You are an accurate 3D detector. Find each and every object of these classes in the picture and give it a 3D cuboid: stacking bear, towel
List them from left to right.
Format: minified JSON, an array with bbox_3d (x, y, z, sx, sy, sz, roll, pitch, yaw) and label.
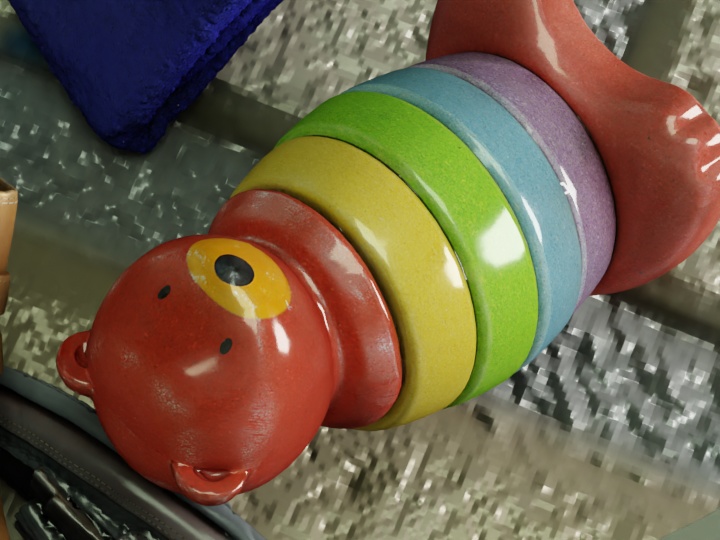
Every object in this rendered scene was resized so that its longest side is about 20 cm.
[{"bbox_3d":[-0.086,-0.159,1.011,0.049,0.148,0.200,-11,63,-48],"label":"towel"},{"bbox_3d":[0.000,0.000,0.923,0.200,0.114,0.121,-32,68,-34],"label":"stacking bear"}]

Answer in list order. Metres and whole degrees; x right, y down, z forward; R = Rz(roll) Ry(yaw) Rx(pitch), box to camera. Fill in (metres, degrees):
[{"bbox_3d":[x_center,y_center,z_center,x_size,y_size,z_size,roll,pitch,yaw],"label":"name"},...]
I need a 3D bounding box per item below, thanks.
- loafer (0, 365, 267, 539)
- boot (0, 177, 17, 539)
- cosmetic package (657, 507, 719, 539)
[{"bbox_3d":[-0.054,0.105,0.934,0.200,0.072,0.063,34,75,7],"label":"loafer"},{"bbox_3d":[-0.127,0.048,0.903,0.200,0.077,0.156,32,104,35],"label":"boot"},{"bbox_3d":[0.207,0.139,0.844,0.199,0.165,0.166,6,65,-30],"label":"cosmetic package"}]
